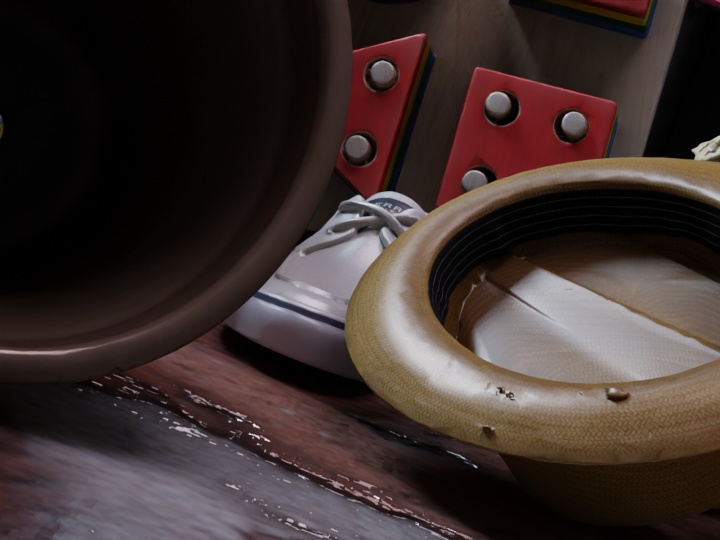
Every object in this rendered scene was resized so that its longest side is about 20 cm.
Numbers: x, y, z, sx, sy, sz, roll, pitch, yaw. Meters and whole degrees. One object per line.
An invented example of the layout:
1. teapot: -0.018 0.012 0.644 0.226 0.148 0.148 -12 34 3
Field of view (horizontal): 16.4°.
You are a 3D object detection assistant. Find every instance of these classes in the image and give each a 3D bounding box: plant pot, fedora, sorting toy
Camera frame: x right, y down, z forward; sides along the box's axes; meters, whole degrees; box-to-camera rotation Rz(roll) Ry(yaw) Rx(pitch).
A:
1. plant pot: -0.119 -0.057 0.819 0.200 0.201 0.175 19 -10 -13
2. fedora: 0.093 0.033 0.902 0.200 0.082 0.201 -8 31 5
3. sorting toy: 0.044 -0.105 1.188 0.198 0.200 0.070 16 -6 9

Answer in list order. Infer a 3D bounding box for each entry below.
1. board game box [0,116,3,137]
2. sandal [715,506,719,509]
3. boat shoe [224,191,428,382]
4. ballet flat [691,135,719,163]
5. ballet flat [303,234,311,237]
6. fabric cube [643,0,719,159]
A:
1. board game box: -0.212 -0.103 0.948 0.200 0.135 0.034 13 12 -43
2. sandal: 0.156 0.063 1.035 0.206 0.079 0.059 26 3 -33
3. boat shoe: 0.000 0.000 1.035 0.071 0.070 0.200 23 8 13
4. ballet flat: 0.107 -0.011 1.021 0.067 0.200 0.046 -25 78 -45
5. ballet flat: -0.080 -0.072 1.310 0.200 0.073 0.073 19 8 -2
6. fabric cube: 0.232 -0.019 1.304 0.200 0.197 0.199 22 7 11
